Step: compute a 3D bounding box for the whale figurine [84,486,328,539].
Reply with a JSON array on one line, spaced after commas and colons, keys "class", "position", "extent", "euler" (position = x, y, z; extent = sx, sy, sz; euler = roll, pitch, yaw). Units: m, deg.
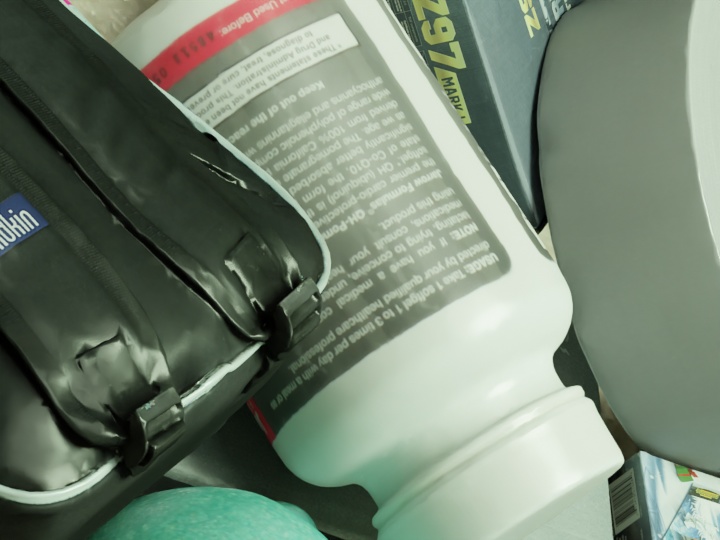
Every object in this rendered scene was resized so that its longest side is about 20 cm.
[{"class": "whale figurine", "position": [-0.010, 0.135, 0.802], "extent": [0.199, 0.104, 0.160], "euler": [20, 47, -30]}]

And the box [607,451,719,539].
[{"class": "box", "position": [0.155, 0.176, 0.964], "extent": [0.136, 0.040, 0.201], "euler": [20, 48, -29]}]

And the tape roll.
[{"class": "tape roll", "position": [0.143, -0.018, 1.030], "extent": [0.200, 0.066, 0.202], "euler": [36, 47, -49]}]

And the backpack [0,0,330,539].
[{"class": "backpack", "position": [-0.132, -0.008, 0.770], "extent": [0.200, 0.151, 0.177], "euler": [48, 42, 3]}]

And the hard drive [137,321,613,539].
[{"class": "hard drive", "position": [0.001, 0.045, 0.938], "extent": [0.199, 0.033, 0.140], "euler": [22, 47, -27]}]

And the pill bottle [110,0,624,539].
[{"class": "pill bottle", "position": [0.000, 0.000, 0.861], "extent": [0.110, 0.111, 0.201], "euler": [-20, 74, -48]}]

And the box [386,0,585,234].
[{"class": "box", "position": [0.042, -0.129, 1.015], "extent": [0.158, 0.051, 0.201], "euler": [-49, 124, -58]}]
